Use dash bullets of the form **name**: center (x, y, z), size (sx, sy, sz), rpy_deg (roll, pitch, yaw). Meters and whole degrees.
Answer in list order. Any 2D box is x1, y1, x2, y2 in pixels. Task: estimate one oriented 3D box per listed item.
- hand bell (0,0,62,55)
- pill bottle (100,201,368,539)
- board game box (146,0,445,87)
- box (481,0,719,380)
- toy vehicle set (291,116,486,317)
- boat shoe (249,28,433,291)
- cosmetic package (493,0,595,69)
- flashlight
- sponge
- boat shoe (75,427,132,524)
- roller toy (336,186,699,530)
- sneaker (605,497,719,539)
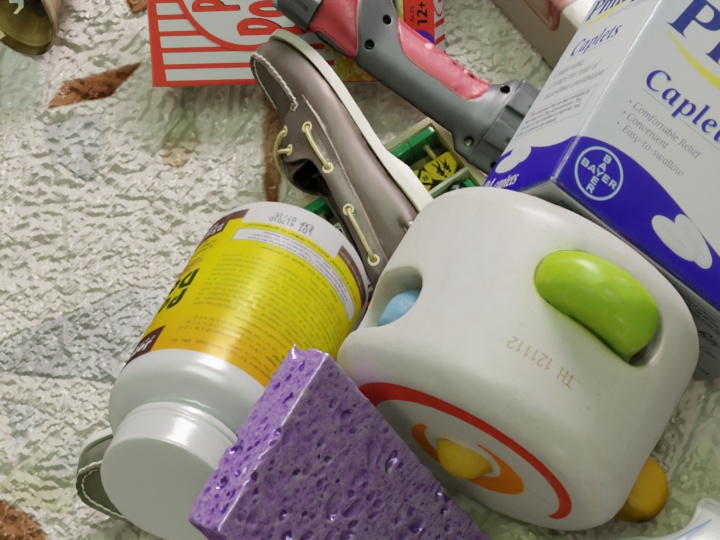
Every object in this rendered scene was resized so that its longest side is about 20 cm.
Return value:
- **hand bell**: center (-0.197, -0.258, 1.362), size (0.104, 0.104, 0.200), rpy_deg (27, 58, 23)
- **pill bottle**: center (-0.073, 0.058, 1.071), size (0.109, 0.110, 0.200), rpy_deg (8, 40, 16)
- **board game box**: center (-0.045, -0.202, 1.261), size (0.199, 0.046, 0.152), rpy_deg (-1, 103, 12)
- **box**: center (0.202, -0.070, 1.105), size (0.184, 0.105, 0.200), rpy_deg (36, 70, -13)
- **toy vehicle set**: center (0.000, 0.000, 1.202), size (0.200, 0.027, 0.124), rpy_deg (-34, 61, -7)
- **boat shoe**: center (-0.019, -0.071, 1.189), size (0.059, 0.072, 0.200), rpy_deg (-33, 66, -10)
- **cosmetic package**: center (0.136, -0.216, 1.254), size (0.103, 0.087, 0.200), rpy_deg (-34, 61, -9)
- **flashlight**: center (0.041, -0.139, 1.202), size (0.200, 0.068, 0.068), rpy_deg (34, 43, 0)
- **sponge**: center (-0.006, 0.142, 1.033), size (0.030, 0.200, 0.112), rpy_deg (13, 62, 43)
- **boat shoe**: center (-0.080, 0.138, 1.114), size (0.201, 0.072, 0.060), rpy_deg (7, 37, 12)
- **roller toy**: center (0.086, 0.058, 1.066), size (0.182, 0.200, 0.140), rpy_deg (19, 67, 31)
- **sneaker**: center (0.144, 0.199, 1.050), size (0.199, 0.075, 0.087), rpy_deg (-31, 53, -14)
